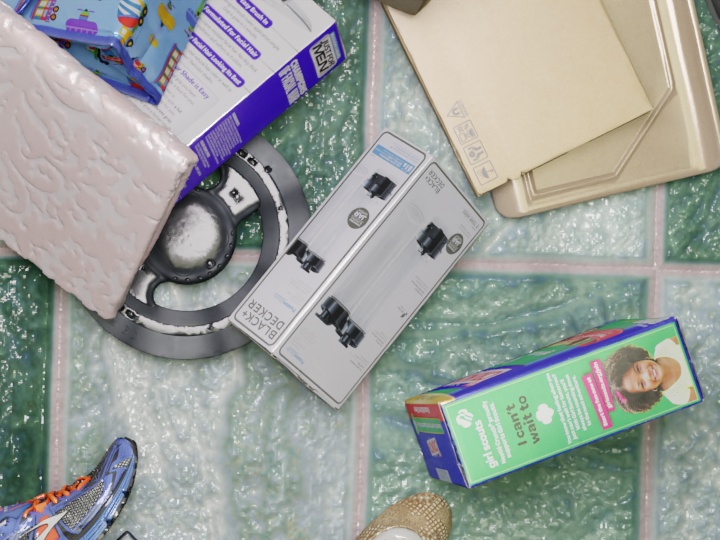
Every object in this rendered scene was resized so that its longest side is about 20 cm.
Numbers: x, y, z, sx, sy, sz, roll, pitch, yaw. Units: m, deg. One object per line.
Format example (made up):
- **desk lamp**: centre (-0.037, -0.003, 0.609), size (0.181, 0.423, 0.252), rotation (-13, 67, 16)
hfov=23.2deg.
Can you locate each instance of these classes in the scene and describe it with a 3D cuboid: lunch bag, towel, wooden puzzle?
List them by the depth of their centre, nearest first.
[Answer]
- **towel**: centre (-0.230, -0.081, 1.318), size (0.200, 0.191, 0.032), rotation (37, 43, 7)
- **lunch bag**: centre (-0.223, -0.232, 1.347), size (0.200, 0.094, 0.151), rotation (16, 72, 23)
- **wooden puzzle**: centre (0.191, -0.153, 1.468), size (0.200, 0.037, 0.185), rotation (-13, 93, -4)

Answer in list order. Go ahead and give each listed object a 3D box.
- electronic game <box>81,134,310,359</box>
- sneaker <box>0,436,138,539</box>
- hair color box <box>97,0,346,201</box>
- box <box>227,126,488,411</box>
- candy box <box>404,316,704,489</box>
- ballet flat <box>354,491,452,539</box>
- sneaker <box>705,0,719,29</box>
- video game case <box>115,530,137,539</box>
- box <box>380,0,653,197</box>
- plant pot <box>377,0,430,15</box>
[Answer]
- **electronic game**: centre (-0.139, -0.028, 1.408), size (0.200, 0.042, 0.200), rotation (0, 87, -4)
- **sneaker**: centre (-0.251, 0.205, 1.382), size (0.078, 0.075, 0.200), rotation (43, 83, -5)
- **hair color box**: centre (-0.122, -0.150, 1.371), size (0.200, 0.065, 0.109), rotation (-42, 66, -9)
- **box**: centre (0.000, 0.000, 1.394), size (0.200, 0.060, 0.117), rotation (-52, 141, -4)
- **candy box**: centre (0.148, 0.103, 1.396), size (0.200, 0.169, 0.077), rotation (-21, 90, -9)
- **ballet flat**: centre (0.003, 0.261, 1.428), size (0.200, 0.065, 0.071), rotation (-45, 97, -6)
- **sneaker**: centre (0.331, -0.286, 1.462), size (0.073, 0.082, 0.200), rotation (-2, 93, -11)
- **video game case**: centre (-0.174, 0.332, 1.424), size (0.143, 0.019, 0.200), rotation (-43, 98, -6)
- **box**: centre (0.124, -0.184, 1.430), size (0.163, 0.021, 0.200), rotation (-26, 93, 0)
- **plant pot**: centre (0.026, -0.312, 1.339), size (0.177, 0.200, 0.200), rotation (40, 85, -1)
